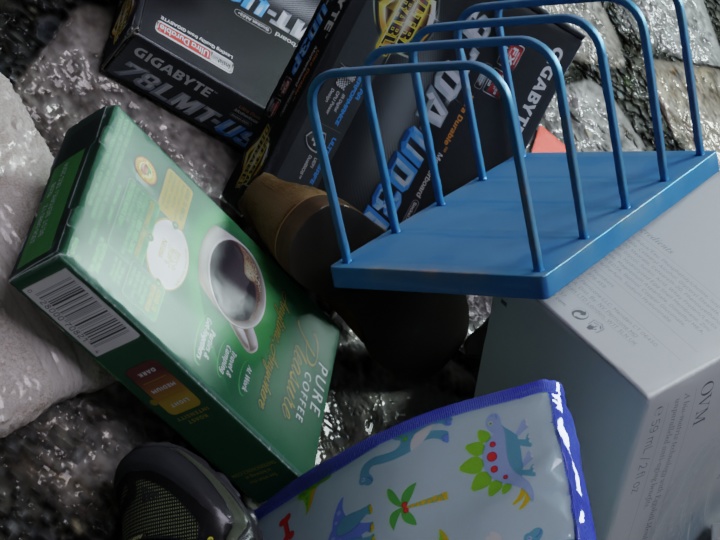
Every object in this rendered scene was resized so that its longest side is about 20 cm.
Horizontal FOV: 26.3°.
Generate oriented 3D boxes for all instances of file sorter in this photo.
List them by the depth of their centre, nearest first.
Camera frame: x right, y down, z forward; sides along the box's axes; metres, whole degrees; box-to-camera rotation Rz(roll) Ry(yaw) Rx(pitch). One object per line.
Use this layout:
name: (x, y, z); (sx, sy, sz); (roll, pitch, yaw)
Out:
file sorter: (0.086, -0.079, 0.851); (0.200, 0.138, 0.123); (-31, 116, -46)

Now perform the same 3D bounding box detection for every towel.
towel: (-0.196, -0.017, 0.810); (0.132, 0.034, 0.200); (-25, 79, -49)

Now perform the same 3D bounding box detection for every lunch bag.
lunch bag: (0.043, 0.169, 0.760); (0.127, 0.200, 0.171); (19, 48, -34)

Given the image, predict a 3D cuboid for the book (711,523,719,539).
book: (0.240, 0.260, 0.906); (0.134, 0.048, 0.201); (34, 55, -54)

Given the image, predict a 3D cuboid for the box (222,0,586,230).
box: (0.027, -0.097, 0.968); (0.158, 0.201, 0.046); (25, 7, -28)

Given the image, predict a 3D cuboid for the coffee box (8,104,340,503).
coffee box: (-0.092, 0.021, 0.830); (0.200, 0.044, 0.123); (45, 34, -31)

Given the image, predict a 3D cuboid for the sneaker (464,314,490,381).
sneaker: (0.149, 0.036, 1.035); (0.200, 0.098, 0.071); (-17, 89, -38)

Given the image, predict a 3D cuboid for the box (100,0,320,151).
box: (-0.065, -0.165, 1.040); (0.199, 0.050, 0.199); (29, 43, -23)

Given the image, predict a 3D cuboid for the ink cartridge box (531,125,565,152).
ink cartridge box: (0.187, -0.017, 1.162); (0.162, 0.057, 0.200); (38, 46, -14)

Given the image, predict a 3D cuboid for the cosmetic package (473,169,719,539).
cosmetic package: (0.179, 0.071, 0.902); (0.199, 0.200, 0.123); (-24, 50, -30)

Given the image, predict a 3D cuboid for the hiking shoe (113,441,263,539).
hiking shoe: (-0.094, 0.173, 0.725); (0.100, 0.076, 0.201); (6, 57, -44)

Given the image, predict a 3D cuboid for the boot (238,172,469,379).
boot: (0.000, 0.000, 0.935); (0.075, 0.074, 0.200); (36, -4, 42)
